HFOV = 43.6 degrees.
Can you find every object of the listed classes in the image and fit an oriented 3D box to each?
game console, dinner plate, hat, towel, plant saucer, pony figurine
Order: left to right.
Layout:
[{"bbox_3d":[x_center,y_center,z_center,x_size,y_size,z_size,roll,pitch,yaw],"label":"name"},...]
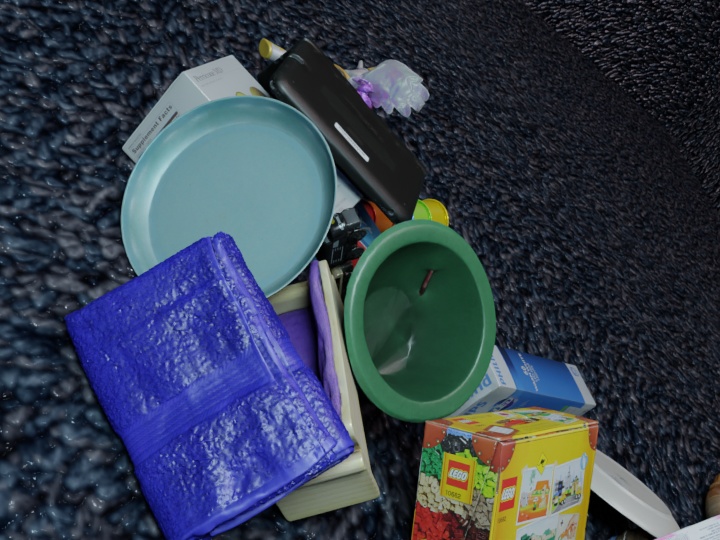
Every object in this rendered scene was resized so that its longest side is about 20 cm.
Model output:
[{"bbox_3d":[-0.113,0.081,0.648,0.201,0.147,0.050,57,-9,19],"label":"towel"},{"bbox_3d":[-0.113,-0.057,0.785,0.201,0.199,0.027,61,4,24],"label":"plant saucer"},{"bbox_3d":[-0.035,-0.134,0.968,0.200,0.116,0.176,45,32,-17],"label":"game console"},{"bbox_3d":[-0.020,-0.223,1.177,0.199,0.167,0.194,-3,47,-38],"label":"pony figurine"},{"bbox_3d":[0.015,0.054,0.851,0.165,0.175,0.202,-23,103,-31],"label":"hat"},{"bbox_3d":[0.307,0.255,1.072,0.199,0.024,0.200,33,8,-5],"label":"dinner plate"}]

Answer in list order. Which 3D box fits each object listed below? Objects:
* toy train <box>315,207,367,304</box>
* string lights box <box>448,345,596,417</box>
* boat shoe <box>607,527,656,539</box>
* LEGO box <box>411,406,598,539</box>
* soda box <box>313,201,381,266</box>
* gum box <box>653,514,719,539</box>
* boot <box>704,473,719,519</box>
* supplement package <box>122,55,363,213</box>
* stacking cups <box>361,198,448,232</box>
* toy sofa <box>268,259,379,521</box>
[{"bbox_3d":[-0.026,0.012,0.847,0.045,0.201,0.034,-18,60,-16],"label":"toy train"},{"bbox_3d":[0.164,0.143,1.002,0.199,0.103,0.059,17,41,-45],"label":"string lights box"},{"bbox_3d":[0.336,0.379,0.986,0.072,0.072,0.201,11,45,-49],"label":"boat shoe"},{"bbox_3d":[0.135,0.210,0.822,0.199,0.077,0.151,6,91,-52],"label":"LEGO box"},{"bbox_3d":[0.000,0.000,0.989,0.068,0.064,0.201,-5,58,-57],"label":"soda box"},{"bbox_3d":[0.300,0.311,0.895,0.198,0.114,0.066,-9,57,-28],"label":"gum box"},{"bbox_3d":[0.584,0.402,1.331,0.200,0.077,0.155,45,23,8],"label":"boot"},{"bbox_3d":[-0.114,-0.097,0.897,0.200,0.109,0.114,46,27,-4],"label":"supplement package"},{"bbox_3d":[0.036,-0.059,1.130,0.199,0.060,0.061,-7,60,-53],"label":"stacking cups"},{"bbox_3d":[-0.046,0.093,0.748,0.098,0.082,0.201,70,6,-47],"label":"toy sofa"}]
